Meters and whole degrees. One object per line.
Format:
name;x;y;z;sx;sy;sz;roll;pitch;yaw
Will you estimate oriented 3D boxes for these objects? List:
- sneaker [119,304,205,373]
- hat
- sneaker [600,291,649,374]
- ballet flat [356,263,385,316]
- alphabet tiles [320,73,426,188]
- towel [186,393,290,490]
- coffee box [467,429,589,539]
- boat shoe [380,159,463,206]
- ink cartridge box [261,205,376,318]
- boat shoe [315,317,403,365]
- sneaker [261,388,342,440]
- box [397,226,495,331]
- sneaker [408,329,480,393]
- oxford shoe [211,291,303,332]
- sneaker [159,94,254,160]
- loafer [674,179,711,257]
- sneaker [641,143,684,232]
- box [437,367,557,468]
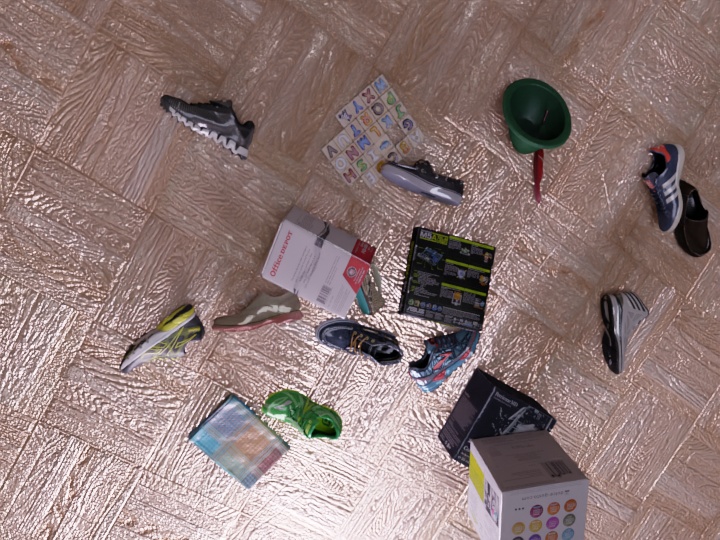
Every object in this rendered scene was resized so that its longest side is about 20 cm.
sneaker;-0.413;0.161;1.391;0.198;0.075;0.085;-37;109;-1
hat;0.359;-0.289;1.477;0.161;0.177;0.205;5;66;-11
sneaker;0.656;0.150;1.621;0.112;0.076;0.206;-10;103;-8
ballet flat;0.000;0.000;1.451;0.075;0.067;0.203;-35;109;-23
alphabet tiles;0.019;-0.283;1.409;0.199;0.008;0.168;-40;109;-1
towel;-0.273;0.391;1.508;0.146;0.022;0.200;-43;109;1
coffee box;0.358;0.499;1.451;0.194;0.200;0.204;-4;107;-10
boat shoe;0.138;-0.202;1.428;0.195;0.070;0.068;19;82;-13
ink cartridge box;-0.085;-0.018;1.368;0.196;0.083;0.149;27;120;-1
boat shoe;-0.001;0.158;1.471;0.195;0.091;0.073;10;102;-14
sneaker;-0.125;0.326;1.490;0.196;0.084;0.076;21;100;-16
box;0.193;0.021;1.478;0.195;0.047;0.199;12;82;-15
sneaker;0.191;0.186;1.528;0.095;0.079;0.200;43;92;-16
oxford shoe;-0.225;0.088;1.427;0.194;0.071;0.076;-10;85;-13
sneaker;-0.294;-0.305;1.308;0.197;0.066;0.092;28;94;-21
loafer;0.793;-0.116;1.586;0.072;0.071;0.203;-31;108;-3
sneaker;0.697;-0.191;1.548;0.082;0.075;0.206;-2;95;-13
box;0.323;0.377;1.583;0.197;0.124;0.200;28;95;-17
